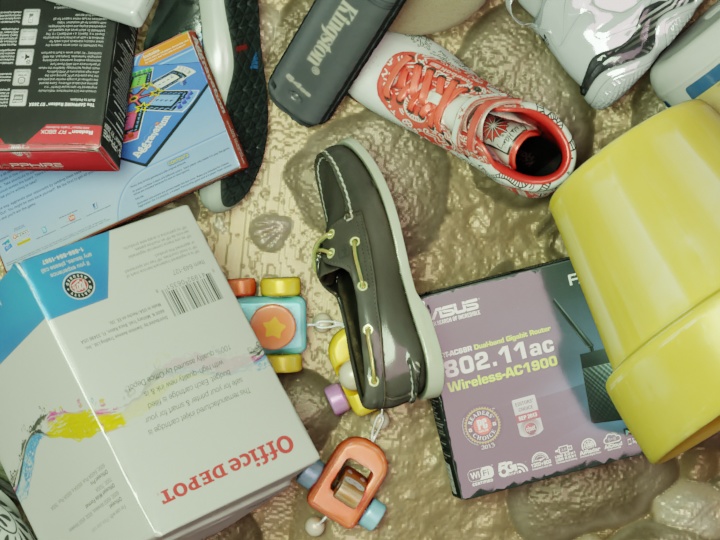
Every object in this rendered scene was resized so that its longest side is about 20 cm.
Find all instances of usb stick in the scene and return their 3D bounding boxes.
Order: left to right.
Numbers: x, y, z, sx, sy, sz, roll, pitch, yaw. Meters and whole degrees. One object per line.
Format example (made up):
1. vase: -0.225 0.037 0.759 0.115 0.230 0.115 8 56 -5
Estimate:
1. usb stick: -0.009 -0.174 1.364 0.055 0.200 0.033 34 47 -2

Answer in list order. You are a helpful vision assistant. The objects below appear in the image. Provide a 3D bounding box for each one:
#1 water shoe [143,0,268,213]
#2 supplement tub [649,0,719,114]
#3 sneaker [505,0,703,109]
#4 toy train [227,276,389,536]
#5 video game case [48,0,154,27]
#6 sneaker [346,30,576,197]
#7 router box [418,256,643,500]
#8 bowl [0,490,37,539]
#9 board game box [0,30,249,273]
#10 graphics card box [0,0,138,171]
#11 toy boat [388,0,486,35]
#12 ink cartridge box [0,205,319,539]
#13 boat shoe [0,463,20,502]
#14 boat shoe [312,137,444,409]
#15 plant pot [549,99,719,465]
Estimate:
1. water shoe: -0.115 -0.144 1.416 0.078 0.071 0.202 4 98 28
2. supplement tub: 0.318 -0.109 1.397 0.144 0.145 0.200 -41 94 -2
3. sneaker: 0.198 -0.224 1.420 0.115 0.075 0.200 40 85 -1
4. toy train: -0.042 0.095 1.424 0.199 0.056 0.151 38 89 -4
5. video game case: -0.201 -0.273 1.358 0.198 0.024 0.183 18 72 18
6. sneaker: 0.066 -0.120 1.398 0.200 0.108 0.068 32 90 -4
7. router box: 0.146 0.069 1.432 0.198 0.062 0.151 -14 91 -3
8. bowl: -0.294 0.203 1.376 0.199 0.095 0.202 9 134 10
9. board game box: -0.185 -0.082 1.391 0.198 0.019 0.104 -22 90 18
10. graphics card box: -0.219 -0.167 1.361 0.124 0.051 0.202 0 71 13
11. toy boat: 0.017 -0.263 1.398 0.199 0.131 0.131 29 60 -3
12. ink cartridge box: -0.157 0.090 1.328 0.146 0.144 0.201 -20 78 -40
13. boat shoe: -0.198 0.152 1.410 0.199 0.066 0.072 18 88 -5
14. boat shoe: 0.000 0.000 1.391 0.060 0.072 0.203 -13 70 -18
15. plant pot: 0.228 -0.001 1.319 0.200 0.201 0.190 -32 78 -2
